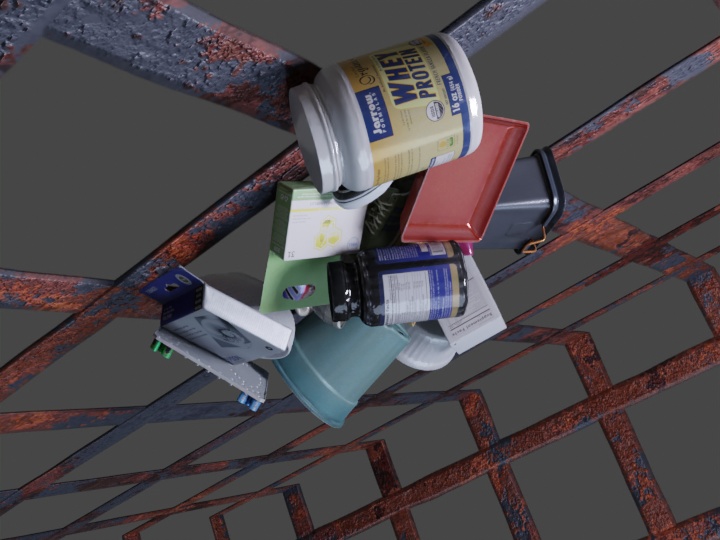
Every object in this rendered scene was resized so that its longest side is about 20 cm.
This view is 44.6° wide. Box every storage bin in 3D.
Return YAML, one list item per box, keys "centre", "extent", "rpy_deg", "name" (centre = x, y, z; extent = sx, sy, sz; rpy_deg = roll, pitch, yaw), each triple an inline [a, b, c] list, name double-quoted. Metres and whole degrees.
- centre: [0.243, -0.101, 1.490]
  extent: [0.131, 0.149, 0.201]
  rpy_deg: [-6, 157, -13]
  name: "storage bin"

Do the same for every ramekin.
- centre: [0.129, 0.087, 1.760]
  extent: [0.197, 0.203, 0.098]
  rpy_deg: [-8, 150, -34]
  name: "ramekin"

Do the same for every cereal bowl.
- centre: [-0.193, 0.063, 1.425]
  extent: [0.196, 0.085, 0.201]
  rpy_deg: [17, 155, 8]
  name: "cereal bowl"

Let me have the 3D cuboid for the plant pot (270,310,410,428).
- centre: [-0.029, 0.132, 1.537]
  extent: [0.196, 0.201, 0.200]
  rpy_deg: [-42, 158, 7]
  name: "plant pot"

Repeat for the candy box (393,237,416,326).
- centre: [0.086, -0.010, 1.441]
  extent: [0.116, 0.054, 0.201]
  rpy_deg: [-55, 157, -23]
  name: "candy box"

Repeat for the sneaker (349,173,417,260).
- centre: [0.043, -0.103, 1.312]
  extent: [0.200, 0.067, 0.090]
  rpy_deg: [-43, 143, 5]
  name: "sneaker"

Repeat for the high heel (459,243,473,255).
- centre: [0.135, -0.029, 1.534]
  extent: [0.066, 0.098, 0.200]
  rpy_deg: [-10, 158, -32]
  name: "high heel"

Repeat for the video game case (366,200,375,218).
- centre: [0.068, -0.099, 1.457]
  extent: [0.178, 0.023, 0.201]
  rpy_deg: [-20, 162, -7]
  name: "video game case"

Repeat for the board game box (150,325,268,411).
- centre: [-0.242, 0.147, 1.430]
  extent: [0.026, 0.197, 0.200]
  rpy_deg: [-57, -173, 3]
  name: "board game box"

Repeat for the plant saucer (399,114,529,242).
- centre: [0.146, -0.139, 1.296]
  extent: [0.197, 0.037, 0.204]
  rpy_deg: [-2, 120, -46]
  name: "plant saucer"

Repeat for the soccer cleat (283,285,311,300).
- centre: [-0.104, -0.021, 1.375]
  extent: [0.075, 0.068, 0.202]
  rpy_deg: [6, 136, -20]
  name: "soccer cleat"

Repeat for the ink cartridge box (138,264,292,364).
- centre: [-0.228, 0.075, 1.322]
  extent: [0.198, 0.041, 0.198]
  rpy_deg: [31, 155, -21]
  name: "ink cartridge box"

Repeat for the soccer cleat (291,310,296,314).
- centre: [-0.089, 0.034, 1.602]
  extent: [0.196, 0.066, 0.083]
  rpy_deg: [-19, -169, -24]
  name: "soccer cleat"

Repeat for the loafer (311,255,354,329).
- centre: [0.000, 0.000, 1.403]
  extent: [0.202, 0.069, 0.070]
  rpy_deg: [-57, 159, 8]
  name: "loafer"

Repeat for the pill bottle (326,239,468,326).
- centre: [0.052, 0.021, 1.277]
  extent: [0.195, 0.115, 0.112]
  rpy_deg: [-6, 159, -5]
  name: "pill bottle"

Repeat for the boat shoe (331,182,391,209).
- centre: [0.027, -0.165, 1.183]
  extent: [0.199, 0.073, 0.070]
  rpy_deg: [-41, 148, 17]
  name: "boat shoe"

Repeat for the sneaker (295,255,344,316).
- centre: [-0.060, 0.002, 1.462]
  extent: [0.074, 0.101, 0.200]
  rpy_deg: [-3, 152, -38]
  name: "sneaker"

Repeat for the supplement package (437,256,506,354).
- centre: [0.179, 0.036, 1.651]
  extent: [0.112, 0.203, 0.109]
  rpy_deg: [-28, 161, 8]
  name: "supplement package"

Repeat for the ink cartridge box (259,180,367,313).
- centre: [-0.068, -0.029, 1.281]
  extent: [0.143, 0.048, 0.205]
  rpy_deg: [-6, 114, -40]
  name: "ink cartridge box"

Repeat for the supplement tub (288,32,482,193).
- centre: [0.027, -0.177, 1.010]
  extent: [0.196, 0.147, 0.145]
  rpy_deg: [-19, 161, -10]
  name: "supplement tub"
